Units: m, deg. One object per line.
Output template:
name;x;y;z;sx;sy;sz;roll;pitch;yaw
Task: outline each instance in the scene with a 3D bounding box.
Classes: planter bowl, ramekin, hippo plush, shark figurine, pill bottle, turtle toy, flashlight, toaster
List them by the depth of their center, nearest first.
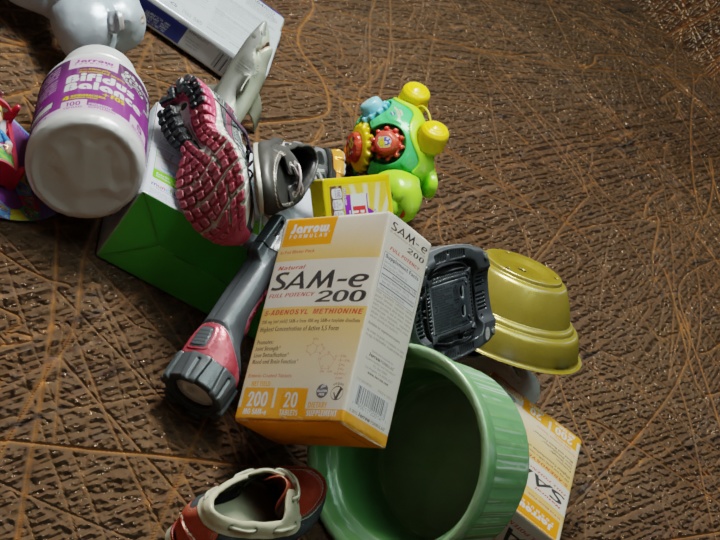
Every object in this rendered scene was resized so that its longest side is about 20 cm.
ramekin;0.057;0.171;1.373;0.098;0.200;0.200;15;37;-52
flashlight;-0.109;0.045;1.394;0.068;0.068;0.200;35;55;-4
pill bottle;-0.262;-0.144;1.465;0.112;0.112;0.200;29;25;-22
toaster;0.040;0.037;1.494;0.200;0.129;0.114;-18;102;-59
hippo plush;-0.307;-0.312;1.642;0.161;0.159;0.200;46;28;11
planter bowl;0.164;0.031;1.648;0.200;0.084;0.200;19;17;-6
shark figurine;-0.176;-0.193;1.753;0.089;0.128;0.215;19;44;12
turtle toy;0.039;-0.136;1.868;0.101;0.146;0.200;1;44;-23

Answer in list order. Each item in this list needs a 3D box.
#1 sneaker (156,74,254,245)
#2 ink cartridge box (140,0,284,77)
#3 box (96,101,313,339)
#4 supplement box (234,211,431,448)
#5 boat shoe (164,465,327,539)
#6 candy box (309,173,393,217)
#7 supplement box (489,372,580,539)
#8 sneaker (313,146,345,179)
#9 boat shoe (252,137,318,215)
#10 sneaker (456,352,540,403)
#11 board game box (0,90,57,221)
sneaker;-0.132;-0.106;1.450;0.075;0.081;0.200;28;34;-44
ink cartridge box;-0.197;-0.329;1.931;0.199;0.041;0.200;34;28;-14
box;-0.152;-0.053;1.530;0.200;0.097;0.177;29;30;-22
supplement box;-0.024;0.053;1.352;0.074;0.126;0.200;35;60;-46
boat shoe;-0.085;0.200;1.287;0.071;0.063;0.200;49;28;18
candy box;0.000;0.000;1.585;0.102;0.026;0.200;-9;93;-47
supplement box;0.148;0.208;1.540;0.126;0.074;0.200;38;28;-5
sneaker;-0.061;-0.080;1.722;0.077;0.078;0.200;17;30;-15
boat shoe;-0.072;-0.098;1.465;0.057;0.067;0.200;-6;13;1
sneaker;0.145;0.107;1.683;0.200;0.089;0.075;15;36;-41
board game box;-0.360;-0.132;1.442;0.200;0.039;0.158;43;28;4
